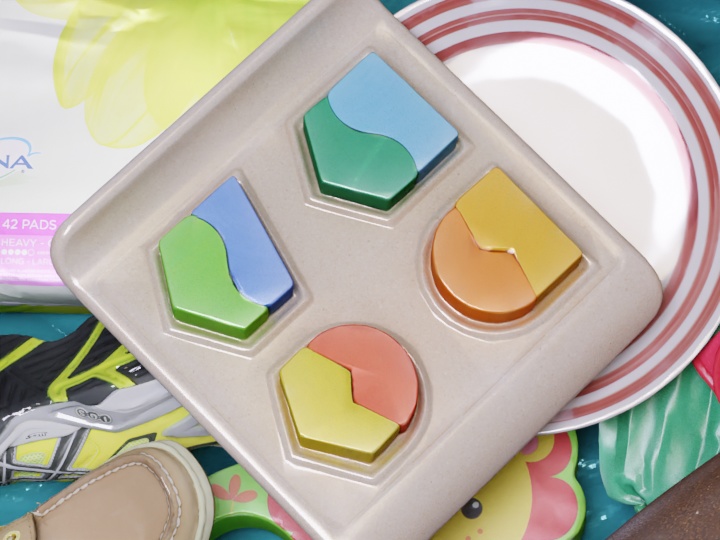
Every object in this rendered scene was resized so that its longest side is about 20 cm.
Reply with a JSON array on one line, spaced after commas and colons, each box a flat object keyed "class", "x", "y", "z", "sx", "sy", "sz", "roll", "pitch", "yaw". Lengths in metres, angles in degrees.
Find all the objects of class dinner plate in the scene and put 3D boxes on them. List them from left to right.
[{"class": "dinner plate", "x": 0.069, "y": -0.028, "z": 1.130, "sx": 0.200, "sy": 0.024, "sz": 0.201, "roll": 0, "pitch": 85, "yaw": 4}]

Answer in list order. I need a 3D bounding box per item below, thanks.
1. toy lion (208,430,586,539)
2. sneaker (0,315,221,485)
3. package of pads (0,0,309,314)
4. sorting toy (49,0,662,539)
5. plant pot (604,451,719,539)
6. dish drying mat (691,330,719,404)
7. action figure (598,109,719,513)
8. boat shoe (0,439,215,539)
[{"class": "toy lion", "x": 0.001, "y": 0.125, "z": 1.146, "sx": 0.200, "sy": 0.069, "sz": 0.192, "roll": -4, "pitch": 72, "yaw": 3}, {"class": "sneaker", "x": -0.137, "y": 0.071, "z": 1.150, "sx": 0.200, "sy": 0.076, "sz": 0.075, "roll": -12, "pitch": 40, "yaw": 21}, {"class": "package of pads", "x": -0.102, "y": -0.059, "z": 1.178, "sx": 0.200, "sy": 0.068, "sz": 0.155, "roll": 1, "pitch": 80, "yaw": 3}, {"class": "sorting toy", "x": 0.000, "y": 0.000, "z": 1.086, "sx": 0.185, "sy": 0.036, "sz": 0.200, "roll": -43, "pitch": 84, "yaw": -13}, {"class": "plant pot", "x": 0.124, "y": 0.182, "z": 1.034, "sx": 0.200, "sy": 0.187, "sz": 0.187, "roll": -24, "pitch": 78, "yaw": -16}, {"class": "dish drying mat", "x": 0.219, "y": 0.008, "z": 1.057, "sx": 0.077, "sy": 0.018, "sz": 0.200, "roll": 53, "pitch": 126, "yaw": 13}, {"class": "action figure", "x": 0.145, "y": 0.034, "z": 1.153, "sx": 0.118, "sy": 0.055, "sz": 0.200, "roll": 6, "pitch": 81, "yaw": 3}, {"class": "boat shoe", "x": -0.145, "y": 0.147, "z": 1.108, "sx": 0.200, "sy": 0.066, "sz": 0.074, "roll": -45, "pitch": 69, "yaw": 18}]
